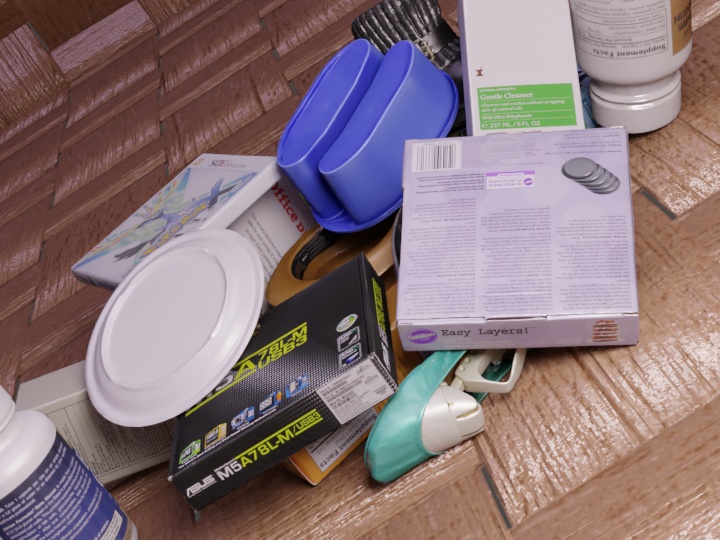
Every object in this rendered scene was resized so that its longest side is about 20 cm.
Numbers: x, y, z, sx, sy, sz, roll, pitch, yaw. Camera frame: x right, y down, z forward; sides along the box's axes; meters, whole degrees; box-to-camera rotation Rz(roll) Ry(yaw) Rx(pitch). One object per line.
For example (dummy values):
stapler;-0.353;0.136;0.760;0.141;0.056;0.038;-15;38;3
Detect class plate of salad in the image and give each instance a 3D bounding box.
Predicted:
plate of salad;-0.162;0.052;1.180;0.198;0.048;0.202;-21;47;24

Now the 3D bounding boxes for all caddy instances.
caddy;0.012;-0.132;1.304;0.141;0.105;0.201;13;66;48

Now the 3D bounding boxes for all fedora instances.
fedora;0.000;0.000;1.308;0.199;0.082;0.201;-30;22;13

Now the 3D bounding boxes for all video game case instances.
video game case;-0.189;-0.051;1.357;0.200;0.022;0.182;-44;26;-21

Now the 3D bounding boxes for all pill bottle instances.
pill bottle;0.257;-0.239;1.258;0.113;0.202;0.115;-8;36;6
pill bottle;-0.294;0.195;1.167;0.110;0.201;0.111;-27;24;13

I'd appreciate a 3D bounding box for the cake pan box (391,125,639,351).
cake pan box;0.122;-0.026;1.068;0.197;0.053;0.186;-3;54;8

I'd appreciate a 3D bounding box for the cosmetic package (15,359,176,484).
cosmetic package;-0.217;0.131;1.265;0.198;0.105;0.073;-19;23;0

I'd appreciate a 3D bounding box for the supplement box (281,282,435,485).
supplement box;0.002;0.092;1.151;0.199;0.069;0.066;-39;22;-16

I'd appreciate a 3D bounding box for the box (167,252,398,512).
box;-0.065;0.088;1.108;0.199;0.048;0.194;-31;25;12

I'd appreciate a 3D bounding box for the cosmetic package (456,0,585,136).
cosmetic package;0.149;-0.190;1.261;0.106;0.085;0.202;-4;63;1

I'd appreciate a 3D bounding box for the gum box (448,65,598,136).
gum box;0.211;-0.189;1.440;0.200;0.045;0.169;-44;25;-20

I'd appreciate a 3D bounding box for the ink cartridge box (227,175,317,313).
ink cartridge box;-0.137;-0.002;1.409;0.083;0.146;0.200;-1;40;51

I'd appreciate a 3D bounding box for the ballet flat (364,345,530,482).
ballet flat;0.081;0.091;1.055;0.070;0.068;0.200;13;52;41

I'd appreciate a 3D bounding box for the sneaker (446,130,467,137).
sneaker;0.113;-0.112;1.354;0.199;0.076;0.077;5;89;58

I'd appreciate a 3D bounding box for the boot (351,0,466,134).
boot;0.104;-0.234;1.380;0.209;0.160;0.079;-21;-1;16

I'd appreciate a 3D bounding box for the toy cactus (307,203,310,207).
toy cactus;-0.009;-0.130;1.575;0.200;0.102;0.165;-41;13;5
